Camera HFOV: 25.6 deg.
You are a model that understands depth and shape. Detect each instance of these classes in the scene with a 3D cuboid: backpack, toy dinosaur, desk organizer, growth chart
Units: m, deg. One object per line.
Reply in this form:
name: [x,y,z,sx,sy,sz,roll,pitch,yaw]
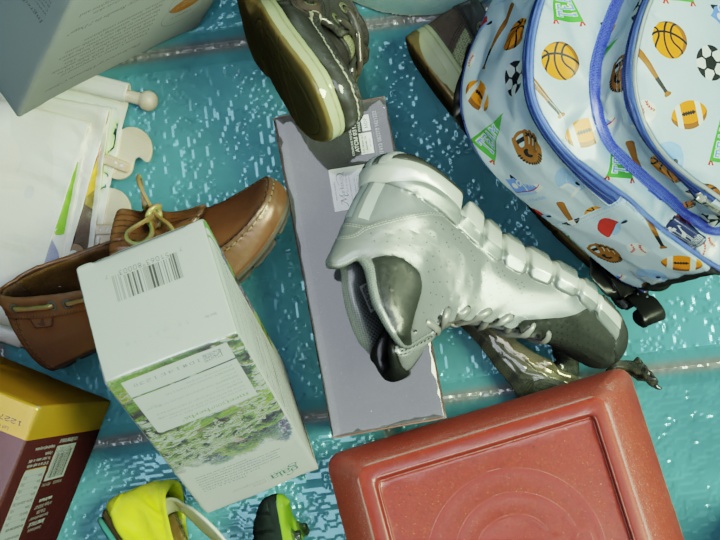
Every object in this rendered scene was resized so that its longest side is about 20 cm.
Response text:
backpack: [0.158,-0.100,0.920,0.190,0.154,0.201,28,63,-17]
toy dinosaur: [0.133,0.070,1.012,0.088,0.047,0.200,-40,83,7]
desk organizer: [0.000,0.000,1.003,0.071,0.077,0.201,-11,86,1]
growth chart: [-0.224,-0.046,1.046,0.144,0.018,0.201,22,88,3]

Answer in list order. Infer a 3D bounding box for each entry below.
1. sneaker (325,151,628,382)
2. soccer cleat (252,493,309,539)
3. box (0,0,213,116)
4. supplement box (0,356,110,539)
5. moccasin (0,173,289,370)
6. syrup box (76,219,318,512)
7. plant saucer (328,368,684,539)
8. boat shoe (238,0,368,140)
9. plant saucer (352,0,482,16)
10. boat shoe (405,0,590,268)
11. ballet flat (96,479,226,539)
sneaker: [0.060,0.030,0.939,0.200,0.075,0.116,35,68,-14]
soccer cleat: [-0.066,0.243,1.000,0.081,0.068,0.201,-2,89,6]
box: [-0.152,-0.206,0.937,0.152,0.200,0.107,-33,85,-32]
supplement box: [-0.264,0.149,0.946,0.132,0.197,0.201,21,87,4]
moccasin: [-0.135,-0.009,0.979,0.201,0.074,0.078,-21,119,24]
syrup box: [-0.092,0.063,0.939,0.078,0.200,0.082,-21,60,1]
plant saucer: [0.094,0.174,0.943,0.199,0.037,0.201,-17,71,5]
boat shoe: [-0.028,-0.140,0.955,0.065,0.200,0.073,-20,122,-7]
plant saucer: [0.038,-0.270,1.036,0.200,0.039,0.202,0,87,2]
boat shoe: [0.109,-0.087,1.005,0.065,0.073,0.200,-39,87,4]
ballet flat: [-0.099,0.201,0.965,0.067,0.067,0.200,-28,46,-10]
